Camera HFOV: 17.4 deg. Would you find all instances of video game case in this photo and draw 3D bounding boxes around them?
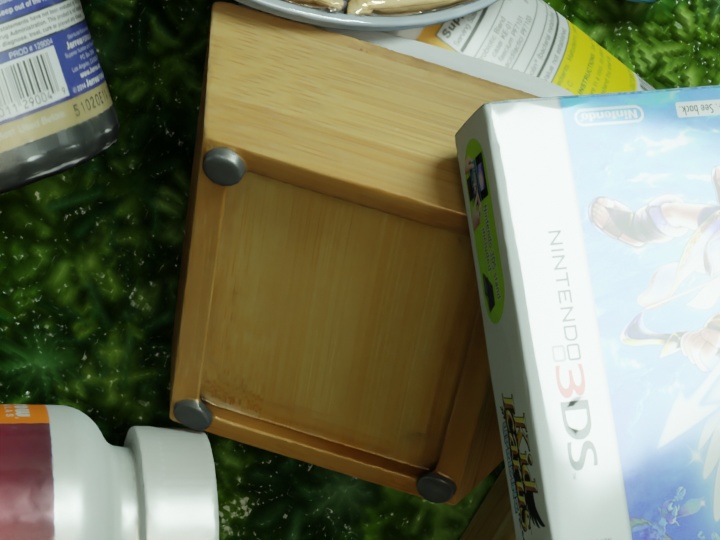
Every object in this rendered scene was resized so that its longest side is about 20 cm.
[{"bbox_3d":[0.145,0.025,0.840,0.199,0.045,0.182,-5,78,-14],"label":"video game case"}]

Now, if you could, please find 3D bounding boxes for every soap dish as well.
[{"bbox_3d":[0.000,0.000,0.944,0.156,0.081,0.201,17,136,5],"label":"soap dish"}]

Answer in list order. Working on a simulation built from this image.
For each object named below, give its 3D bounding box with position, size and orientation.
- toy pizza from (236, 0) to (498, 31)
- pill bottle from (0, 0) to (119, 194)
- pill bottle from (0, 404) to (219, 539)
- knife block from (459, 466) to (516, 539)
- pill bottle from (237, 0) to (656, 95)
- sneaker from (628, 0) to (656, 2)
[{"bbox_3d":[-0.017,-0.172,0.941,0.199,0.201,0.032,9,135,-14],"label":"toy pizza"},{"bbox_3d":[-0.176,-0.129,0.937,0.111,0.112,0.201,-19,101,-10],"label":"pill bottle"},{"bbox_3d":[-0.163,0.110,0.970,0.199,0.110,0.110,1,97,-13],"label":"pill bottle"},{"bbox_3d":[0.041,0.194,1.061,0.064,0.176,0.201,32,44,-15],"label":"knife block"},{"bbox_3d":[0.044,-0.070,0.996,0.200,0.109,0.110,36,88,-14],"label":"pill bottle"},{"bbox_3d":[0.134,-0.216,1.014,0.073,0.082,0.201,5,97,-15],"label":"sneaker"}]
